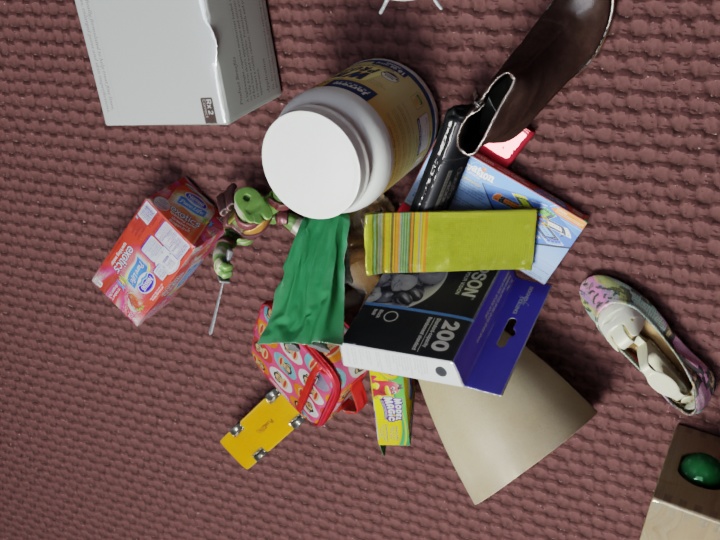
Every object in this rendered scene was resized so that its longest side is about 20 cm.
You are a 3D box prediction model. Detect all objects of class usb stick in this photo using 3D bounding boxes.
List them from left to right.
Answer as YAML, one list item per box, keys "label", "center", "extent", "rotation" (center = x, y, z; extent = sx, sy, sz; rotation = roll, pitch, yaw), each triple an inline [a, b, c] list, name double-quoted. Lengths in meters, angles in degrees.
- label: "usb stick"
  center: [0.091, -0.101, 1.117]
  extent: [0.033, 0.055, 0.201]
  rotation: [43, 132, 30]

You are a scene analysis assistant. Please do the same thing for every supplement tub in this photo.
- label: "supplement tub"
  center: [-0.010, -0.151, 1.104]
  extent: [0.144, 0.200, 0.145]
  rotation: [13, 120, 23]

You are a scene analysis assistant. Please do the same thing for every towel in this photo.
- label: "towel"
  center: [0.104, -0.032, 1.130]
  extent: [0.199, 0.018, 0.086]
  rotation: [-1, 128, 1]

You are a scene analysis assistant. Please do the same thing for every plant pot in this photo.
- label: "plant pot"
  center: [0.157, 0.150, 1.198]
  extent: [0.200, 0.187, 0.187]
  rotation: [54, 128, 13]

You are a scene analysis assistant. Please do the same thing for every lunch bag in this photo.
- label: "lunch bag"
  center: [-0.060, 0.120, 1.273]
  extent: [0.176, 0.082, 0.200]
  rotation: [46, 154, 13]

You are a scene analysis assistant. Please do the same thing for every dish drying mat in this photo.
- label: "dish drying mat"
  center: [0.122, -0.117, 1.163]
  extent: [0.077, 0.018, 0.200]
  rotation: [39, 125, 3]

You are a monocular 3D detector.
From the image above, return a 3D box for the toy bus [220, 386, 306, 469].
- label: "toy bus"
  center: [-0.131, 0.221, 1.439]
  extent: [0.065, 0.078, 0.200]
  rotation: [47, 127, 2]

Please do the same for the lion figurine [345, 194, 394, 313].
- label: "lion figurine"
  center: [0.000, 0.000, 1.256]
  extent: [0.072, 0.122, 0.201]
  rotation: [42, 153, 45]

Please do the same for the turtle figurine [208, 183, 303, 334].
- label: "turtle figurine"
  center: [-0.116, -0.037, 1.247]
  extent: [0.143, 0.201, 0.194]
  rotation: [3, 159, -15]

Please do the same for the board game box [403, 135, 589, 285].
- label: "board game box"
  center: [0.158, -0.073, 1.149]
  extent: [0.200, 0.019, 0.103]
  rotation: [31, 127, 3]

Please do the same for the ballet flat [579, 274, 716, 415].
- label: "ballet flat"
  center: [0.329, 0.088, 1.118]
  extent: [0.200, 0.071, 0.069]
  rotation: [46, 128, 2]

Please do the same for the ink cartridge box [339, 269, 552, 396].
- label: "ink cartridge box"
  center: [0.104, 0.050, 1.147]
  extent: [0.199, 0.198, 0.044]
  rotation: [9, 132, 25]

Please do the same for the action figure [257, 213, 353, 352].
- label: "action figure"
  center: [-0.050, -0.002, 1.165]
  extent: [0.118, 0.201, 0.055]
  rotation: [1, 159, 26]

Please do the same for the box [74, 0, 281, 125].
- label: "box"
  center: [-0.225, -0.292, 1.198]
  extent: [0.199, 0.131, 0.200]
  rotation: [4, 116, 28]

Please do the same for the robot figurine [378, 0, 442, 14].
- label: "robot figurine"
  center: [0.044, -0.373, 1.015]
  extent: [0.169, 0.113, 0.201]
  rotation: [7, 117, 28]

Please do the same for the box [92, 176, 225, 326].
- label: "box"
  center: [-0.287, -0.026, 1.390]
  extent: [0.100, 0.095, 0.200]
  rotation: [45, 127, 2]

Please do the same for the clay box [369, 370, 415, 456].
- label: "clay box"
  center: [0.044, 0.136, 1.255]
  extent: [0.047, 0.115, 0.201]
  rotation: [-1, 129, 9]

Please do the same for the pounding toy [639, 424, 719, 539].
- label: "pounding toy"
  center: [0.404, 0.290, 1.108]
  extent: [0.142, 0.184, 0.201]
  rotation: [17, 121, 21]

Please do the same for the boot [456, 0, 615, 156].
- label: "boot"
  center: [0.181, -0.208, 0.984]
  extent: [0.072, 0.166, 0.200]
  rotation: [38, 119, 8]
